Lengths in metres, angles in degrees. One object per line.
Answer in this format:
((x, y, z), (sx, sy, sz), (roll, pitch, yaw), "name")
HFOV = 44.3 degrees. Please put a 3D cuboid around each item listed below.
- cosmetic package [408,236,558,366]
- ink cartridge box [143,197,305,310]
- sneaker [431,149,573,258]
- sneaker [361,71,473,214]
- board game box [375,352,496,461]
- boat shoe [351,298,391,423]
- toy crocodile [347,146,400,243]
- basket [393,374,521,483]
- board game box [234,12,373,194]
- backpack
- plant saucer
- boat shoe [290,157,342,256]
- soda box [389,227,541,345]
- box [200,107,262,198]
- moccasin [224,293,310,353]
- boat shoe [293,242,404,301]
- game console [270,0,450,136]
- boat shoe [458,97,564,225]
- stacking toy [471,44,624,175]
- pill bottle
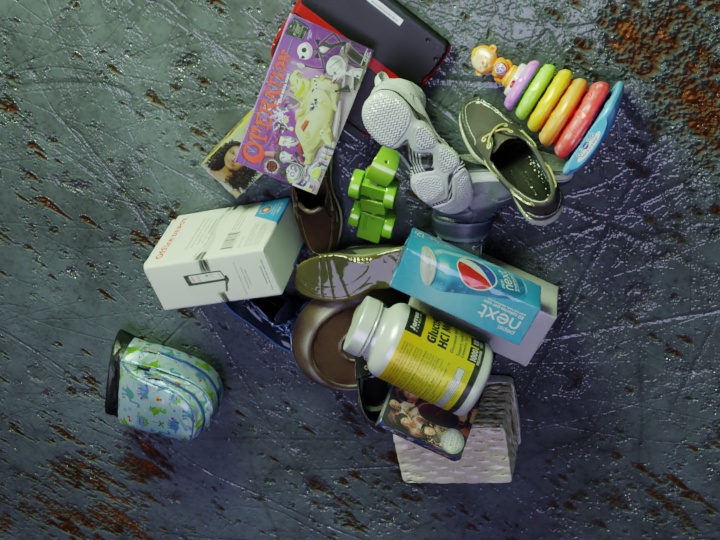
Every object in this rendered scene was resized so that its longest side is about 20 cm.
((0.181, 0.044, 1.304), (0.198, 0.085, 0.108), (24, 126, -3), "cosmetic package")
((-0.200, -0.025, 1.317), (0.197, 0.147, 0.085), (-8, 123, 20), "ink cartridge box")
((0.192, -0.087, 1.217), (0.199, 0.077, 0.148), (0, 121, 15), "sneaker")
((0.078, -0.170, 1.143), (0.075, 0.116, 0.200), (-33, 117, 23), "sneaker")
((0.120, 0.167, 1.340), (0.134, 0.202, 0.035), (23, 160, -3), "board game box")
((0.025, 0.141, 1.355), (0.073, 0.063, 0.204), (-6, 117, -7), "boat shoe")
((0.022, -0.101, 1.243), (0.067, 0.062, 0.201), (16, 152, 7), "toy crocodile")
((0.154, 0.261, 1.430), (0.197, 0.124, 0.137), (-3, 122, 16), "basket")
((-0.074, -0.213, 1.145), (0.119, 0.032, 0.202), (21, 102, -8), "board game box")
((-0.337, 0.209, 1.523), (0.197, 0.154, 0.165), (11, 119, -9), "backpack")
((-0.008, 0.112, 1.384), (0.197, 0.032, 0.203), (-5, 118, -10), "plant saucer")
((-0.072, -0.101, 1.277), (0.074, 0.075, 0.205), (1, 123, 13), "boat shoe")
((0.144, 0.021, 1.211), (0.198, 0.064, 0.068), (24, 122, -2), "soda box")
((-0.138, -0.185, 1.236), (0.075, 0.050, 0.199), (41, 131, -15), "box")
((-0.128, 0.073, 1.401), (0.198, 0.081, 0.068), (26, 139, -5), "moccasin")
((0.000, -0.001, 1.322), (0.198, 0.066, 0.073), (-10, 100, 11), "boat shoe")
((-0.006, -0.290, 1.169), (0.199, 0.031, 0.177), (34, 121, -10), "game console")
((0.190, -0.151, 1.125), (0.071, 0.202, 0.061), (-34, 157, 1), "boat shoe")
((0.225, -0.225, 1.118), (0.199, 0.110, 0.117), (34, 127, 4), "stacking toy")
((0.081, 0.117, 1.265), (0.198, 0.113, 0.113), (26, 125, -5), "pill bottle")
